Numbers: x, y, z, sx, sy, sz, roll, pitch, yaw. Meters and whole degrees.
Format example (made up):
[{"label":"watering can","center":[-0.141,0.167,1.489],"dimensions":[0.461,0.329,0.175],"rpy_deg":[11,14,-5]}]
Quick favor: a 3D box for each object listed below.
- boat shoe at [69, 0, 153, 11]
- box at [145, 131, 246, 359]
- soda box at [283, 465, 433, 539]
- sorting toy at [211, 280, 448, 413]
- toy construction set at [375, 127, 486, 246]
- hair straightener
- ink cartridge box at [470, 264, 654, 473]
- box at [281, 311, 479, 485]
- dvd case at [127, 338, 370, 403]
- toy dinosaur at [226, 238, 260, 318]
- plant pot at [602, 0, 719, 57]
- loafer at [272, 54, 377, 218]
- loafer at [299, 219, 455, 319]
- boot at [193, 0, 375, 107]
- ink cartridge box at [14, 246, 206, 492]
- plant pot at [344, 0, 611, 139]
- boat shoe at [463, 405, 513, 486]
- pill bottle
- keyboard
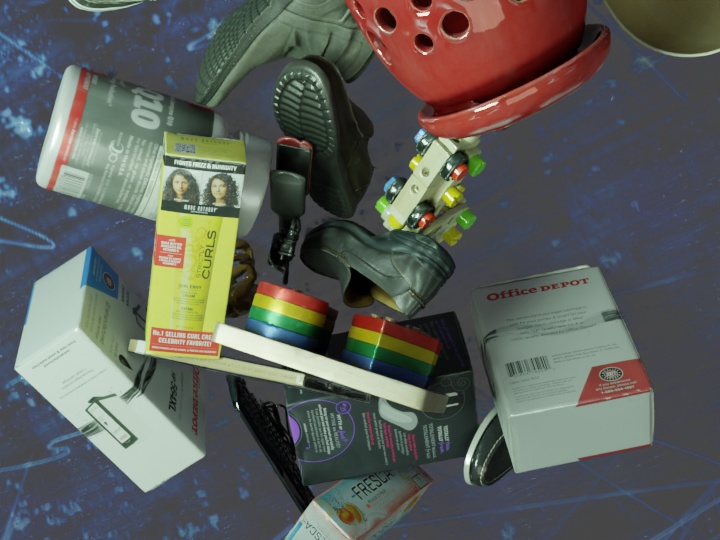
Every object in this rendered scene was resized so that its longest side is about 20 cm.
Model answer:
[{"label":"boat shoe","center":[-0.167,-0.273,1.050],"dimensions":[0.198,0.064,0.071],"rpy_deg":[-21,123,7]},{"label":"box","center":[-0.149,-0.019,1.085],"dimensions":[0.074,0.050,0.202],"rpy_deg":[6,119,-11]},{"label":"soda box","center":[0.002,0.262,1.341],"dimensions":[0.063,0.199,0.069],"rpy_deg":[42,116,16]},{"label":"sorting toy","center":[-0.014,0.069,1.145],"dimensions":[0.198,0.199,0.070],"rpy_deg":[17,86,11]},{"label":"toy construction set","center":[0.082,-0.098,1.164],"dimensions":[0.092,0.131,0.202],"rpy_deg":[33,122,25]},{"label":"hair straightener","center":[-0.077,-0.043,1.171],"dimensions":[0.040,0.078,0.201],"rpy_deg":[13,151,-4]},{"label":"ink cartridge box","center":[0.203,0.097,1.254],"dimensions":[0.145,0.201,0.084],"rpy_deg":[-11,127,0]},{"label":"box","center":[0.021,0.137,1.311],"dimensions":[0.197,0.107,0.123],"rpy_deg":[-10,125,-1]},{"label":"dvd case","center":[-0.106,0.098,1.192],"dimensions":[0.198,0.016,0.148],"rpy_deg":[8,172,27]},{"label":"toy dinosaur","center":[-0.121,0.025,1.249],"dimensions":[0.198,0.060,0.108],"rpy_deg":[-11,119,-39]},{"label":"plant pot","center":[0.316,-0.291,1.046],"dimensions":[0.133,0.200,0.202],"rpy_deg":[-15,133,-42]},{"label":"loafer","center":[-0.028,-0.135,1.139],"dimensions":[0.072,0.072,0.201],"rpy_deg":[27,154,22]},{"label":"loafer","center":[0.000,0.000,1.179],"dimensions":[0.073,0.199,0.073],"rpy_deg":[45,67,-31]},{"label":"boot","center":[-0.054,-0.203,1.113],"dimensions":[0.130,0.068,0.200],"rpy_deg":[28,116,-29]},{"label":"ink cartridge box","center":[-0.244,0.100,1.230],"dimensions":[0.084,0.147,0.200],"rpy_deg":[-31,122,13]},{"label":"plant pot","center":[0.096,-0.220,1.014],"dimensions":[0.198,0.201,0.184],"rpy_deg":[-23,106,8]},{"label":"boat shoe","center":[0.187,0.165,1.311],"dimensions":[0.200,0.060,0.075],"rpy_deg":[-39,139,-33]},{"label":"pill bottle","center":[-0.188,-0.105,1.125],"dimensions":[0.198,0.114,0.115],"rpy_deg":[16,119,-17]},{"label":"keyboard","center":[-0.087,0.185,1.335],"dimensions":[0.039,0.104,0.201],"rpy_deg":[-27,120,-1]}]
